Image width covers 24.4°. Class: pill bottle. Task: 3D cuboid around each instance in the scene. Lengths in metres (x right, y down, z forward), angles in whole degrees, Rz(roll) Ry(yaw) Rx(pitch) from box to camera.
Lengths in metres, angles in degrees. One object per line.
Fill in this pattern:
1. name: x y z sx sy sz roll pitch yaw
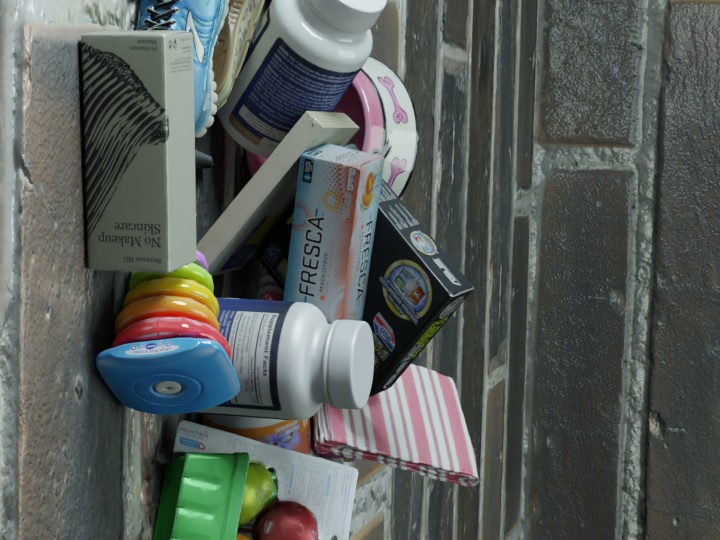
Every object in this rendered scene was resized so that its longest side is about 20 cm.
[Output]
1. pill bottle: -0.102 0.213 1.725 0.112 0.111 0.202 -58 147 -61
2. pill bottle: -0.092 0.084 1.575 0.111 0.197 0.113 3 90 -75
3. pill bottle: -0.056 -0.214 1.656 0.200 0.110 0.111 -53 -171 38

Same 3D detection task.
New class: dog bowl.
1. dog bowl: -0.039 -0.139 1.776 0.073 0.198 0.203 10 83 -55

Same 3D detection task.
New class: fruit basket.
1. fruit basket: -0.104 0.258 1.609 0.198 0.093 0.187 20 66 -28

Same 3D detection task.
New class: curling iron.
1. curling iron: -0.176 -0.100 1.572 0.200 0.025 0.050 -36 149 -77

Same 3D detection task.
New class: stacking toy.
1. stacking toy: -0.170 0.017 1.497 0.110 0.114 0.202 73 13 -58

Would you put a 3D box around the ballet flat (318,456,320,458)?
1. ballet flat: -0.066 0.192 1.937 0.201 0.066 0.069 -70 173 -46

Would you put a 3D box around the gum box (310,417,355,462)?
1. gum box: -0.015 0.113 1.900 0.201 0.065 0.115 -66 157 -49

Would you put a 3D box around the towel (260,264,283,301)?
1. towel: -0.043 0.035 1.785 0.030 0.145 0.201 -55 -152 35

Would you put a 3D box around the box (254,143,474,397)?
1. box: 0.000 0.000 1.678 0.044 0.201 0.161 -17 153 -51

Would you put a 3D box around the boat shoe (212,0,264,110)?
1. boat shoe: -0.134 -0.257 1.626 0.063 0.072 0.202 58 47 -74

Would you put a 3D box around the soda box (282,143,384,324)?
1. soda box: -0.029 -0.017 1.622 0.063 0.068 0.203 -30 131 -63

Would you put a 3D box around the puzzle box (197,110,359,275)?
1. puzzle box: -0.089 -0.076 1.664 0.200 0.025 0.133 -49 172 13

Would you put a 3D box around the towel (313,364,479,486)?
1. towel: 0.031 0.153 1.778 0.030 0.198 0.147 -51 -146 35

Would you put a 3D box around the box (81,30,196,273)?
1. box: -0.188 -0.102 1.416 0.068 0.081 0.203 -32 122 -72

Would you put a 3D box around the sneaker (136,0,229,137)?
1. sneaker: -0.167 -0.213 1.485 0.090 0.077 0.203 -28 119 -69
